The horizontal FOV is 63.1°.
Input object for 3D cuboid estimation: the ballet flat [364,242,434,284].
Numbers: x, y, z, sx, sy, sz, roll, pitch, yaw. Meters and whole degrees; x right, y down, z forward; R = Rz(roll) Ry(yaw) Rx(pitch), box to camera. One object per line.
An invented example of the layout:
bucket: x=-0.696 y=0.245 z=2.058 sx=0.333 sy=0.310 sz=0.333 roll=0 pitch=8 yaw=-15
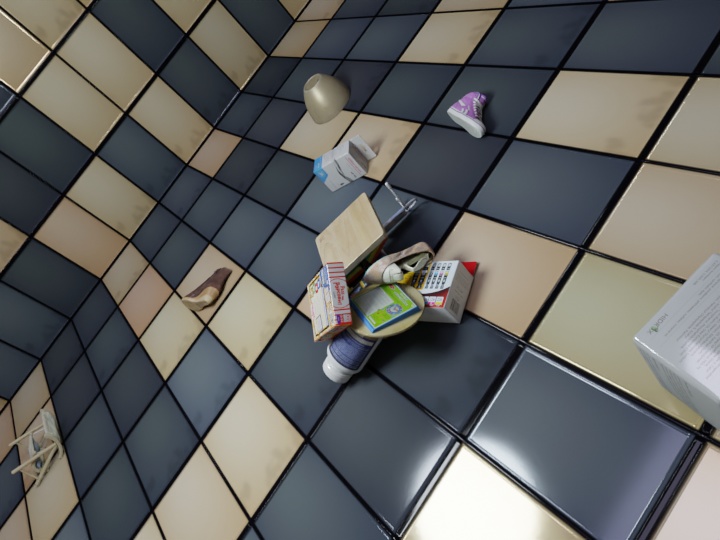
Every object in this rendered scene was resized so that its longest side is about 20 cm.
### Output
ballet flat: x=0.102 y=-0.011 z=1.459 sx=0.198 sy=0.069 sz=0.067 roll=-29 pitch=42 yaw=-17

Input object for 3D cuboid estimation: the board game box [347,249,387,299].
board game box: x=0.000 y=0.000 z=1.617 sx=0.166 sy=0.056 sz=0.201 roll=-50 pitch=36 yaw=10

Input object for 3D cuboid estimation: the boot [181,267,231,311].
boot: x=-0.594 y=0.070 z=2.273 sx=0.197 sy=0.073 sz=0.168 roll=-10 pitch=41 yaw=41

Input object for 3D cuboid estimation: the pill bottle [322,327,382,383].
pill bottle: x=-0.019 y=0.193 z=1.517 sx=0.202 sy=0.109 sz=0.112 roll=-58 pitch=32 yaw=28

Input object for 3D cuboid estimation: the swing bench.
swing bench: x=-1.297 y=0.710 z=2.378 sx=0.201 sy=0.130 sz=0.198 roll=-48 pitch=37 yaw=-7

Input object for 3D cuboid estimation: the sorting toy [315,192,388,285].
sorting toy: x=-0.014 y=-0.075 z=1.587 sx=0.198 sy=0.069 sz=0.202 roll=-42 pitch=38 yaw=16

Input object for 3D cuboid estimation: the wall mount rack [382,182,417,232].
wall mount rack: x=0.070 y=-0.170 z=1.717 sx=0.200 sy=0.174 sz=0.075 roll=-43 pitch=76 yaw=5

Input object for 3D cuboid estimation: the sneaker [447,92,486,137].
sneaker: x=0.347 y=-0.484 z=1.779 sx=0.114 sy=0.073 sz=0.202 roll=-39 pitch=39 yaw=8

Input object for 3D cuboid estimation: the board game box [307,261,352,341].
board game box: x=-0.081 y=0.082 z=1.459 sx=0.200 sy=0.045 sz=0.155 roll=139 pitch=125 yaw=-65

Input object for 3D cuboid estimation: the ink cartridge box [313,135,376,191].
ink cartridge box: x=-0.053 y=-0.371 z=2.042 sx=0.197 sy=0.116 sz=0.068 roll=-24 pitch=44 yaw=30

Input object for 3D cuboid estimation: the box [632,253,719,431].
box: x=0.588 y=0.128 z=0.934 sx=0.200 sy=0.199 sz=0.172 roll=-46 pitch=39 yaw=4

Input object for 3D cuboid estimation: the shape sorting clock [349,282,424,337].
shape sorting clock: x=0.059 y=0.093 z=1.424 sx=0.195 sy=0.040 sz=0.202 roll=-11 pitch=36 yaw=8

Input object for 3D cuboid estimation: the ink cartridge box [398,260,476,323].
ink cartridge box: x=0.180 y=0.034 z=1.507 sx=0.197 sy=0.084 sz=0.178 roll=-2 pitch=58 yaw=44

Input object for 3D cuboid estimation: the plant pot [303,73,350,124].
plant pot: x=-0.159 y=-0.729 z=2.426 sx=0.198 sy=0.134 sz=0.203 roll=-26 pitch=44 yaw=28
